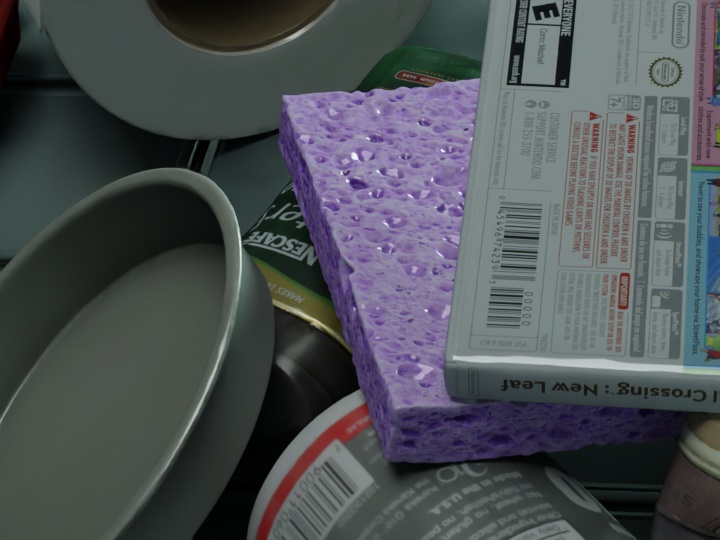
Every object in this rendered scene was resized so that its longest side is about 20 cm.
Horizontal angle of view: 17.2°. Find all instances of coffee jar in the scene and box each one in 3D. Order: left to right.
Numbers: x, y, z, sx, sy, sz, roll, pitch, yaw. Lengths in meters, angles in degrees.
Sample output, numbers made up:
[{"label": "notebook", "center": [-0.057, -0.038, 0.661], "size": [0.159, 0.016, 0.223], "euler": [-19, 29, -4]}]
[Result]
[{"label": "coffee jar", "center": [0.000, 0.000, 0.980], "size": [0.104, 0.086, 0.200], "euler": [19, 52, 30]}]

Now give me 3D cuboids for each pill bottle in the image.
[{"label": "pill bottle", "center": [0.056, 0.133, 0.810], "size": [0.113, 0.114, 0.200], "euler": [-30, 46, -17]}]

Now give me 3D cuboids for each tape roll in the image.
[{"label": "tape roll", "center": [-0.071, -0.181, 1.100], "size": [0.202, 0.203, 0.139], "euler": [-22, 44, -9]}]

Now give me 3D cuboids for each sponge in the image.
[{"label": "sponge", "center": [0.042, -0.007, 0.878], "size": [0.111, 0.030, 0.200], "euler": [-5, 38, -12]}]

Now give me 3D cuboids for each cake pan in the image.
[{"label": "cake pan", "center": [-0.104, 0.055, 0.890], "size": [0.200, 0.037, 0.201], "euler": [-33, 37, 29]}]

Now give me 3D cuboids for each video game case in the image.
[{"label": "video game case", "center": [0.128, -0.030, 0.836], "size": [0.181, 0.022, 0.201], "euler": [3, 46, 7]}]

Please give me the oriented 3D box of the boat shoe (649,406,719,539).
[{"label": "boat shoe", "center": [0.191, 0.104, 0.813], "size": [0.199, 0.065, 0.072], "euler": [23, 17, -11]}]

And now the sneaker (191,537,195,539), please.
[{"label": "sneaker", "center": [-0.059, 0.173, 0.837], "size": [0.099, 0.078, 0.200], "euler": [-35, 38, -12]}]

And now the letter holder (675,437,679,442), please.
[{"label": "letter holder", "center": [0.207, 0.002, 0.932], "size": [0.100, 0.142, 0.200], "euler": [-15, 30, 48]}]

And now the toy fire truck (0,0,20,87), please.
[{"label": "toy fire truck", "center": [-0.255, -0.123, 1.165], "size": [0.199, 0.113, 0.168], "euler": [13, 31, 24]}]
